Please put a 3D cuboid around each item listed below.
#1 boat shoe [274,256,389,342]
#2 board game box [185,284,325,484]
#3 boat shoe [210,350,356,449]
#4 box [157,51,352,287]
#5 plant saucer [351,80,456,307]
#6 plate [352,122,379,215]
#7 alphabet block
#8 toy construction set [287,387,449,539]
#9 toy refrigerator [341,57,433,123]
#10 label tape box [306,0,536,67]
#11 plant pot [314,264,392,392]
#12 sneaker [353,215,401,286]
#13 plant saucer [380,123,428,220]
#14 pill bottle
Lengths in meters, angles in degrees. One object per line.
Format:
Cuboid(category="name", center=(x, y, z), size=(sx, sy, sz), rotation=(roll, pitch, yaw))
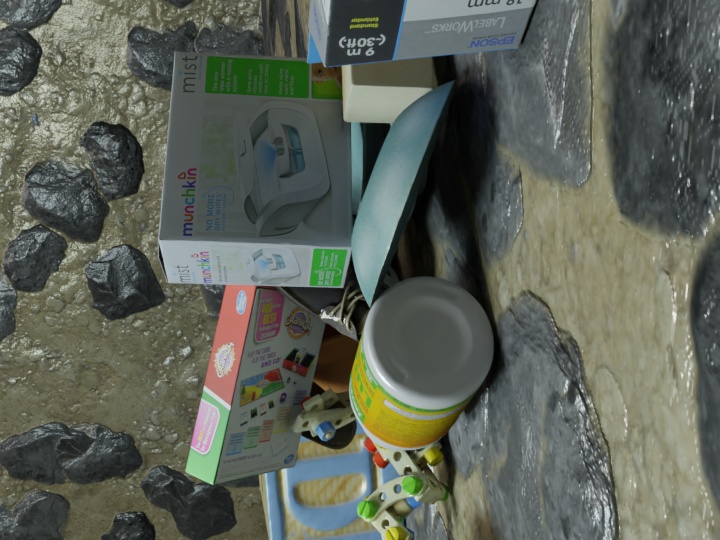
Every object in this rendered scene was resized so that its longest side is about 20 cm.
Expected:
Cuboid(category="boat shoe", center=(-0.001, 0.031, 0.898), size=(0.076, 0.197, 0.073), rotation=(-63, 21, 2))
Cuboid(category="board game box", center=(-0.104, 0.115, 0.950), size=(0.152, 0.040, 0.205), rotation=(9, -86, -61))
Cuboid(category="boat shoe", center=(-0.097, 0.147, 1.060), size=(0.073, 0.199, 0.068), rotation=(-53, 14, -3))
Cuboid(category="box", center=(-0.096, -0.095, 0.848), size=(0.097, 0.172, 0.204), rotation=(106, 166, -65))
Cuboid(category="plant saucer", center=(0.029, -0.070, 0.757), size=(0.201, 0.038, 0.205), rotation=(21, -91, -87))
Cuboid(category="plate", center=(-0.005, -0.161, 0.934), size=(0.200, 0.025, 0.205), rotation=(174, 90, -80))
Cuboid(category="alphabet block", center=(-0.051, 0.260, 1.260), size=(0.200, 0.190, 0.201), rotation=(-126, 33, -73))
Cuboid(category="toy construction set", center=(0.017, 0.198, 0.952), size=(0.200, 0.132, 0.092), rotation=(47, -166, 23))
Cuboid(category="toy refrigerator", center=(0.020, -0.240, 0.822), size=(0.070, 0.074, 0.205), rotation=(110, 158, -69))
Cuboid(category="label tape box", center=(0.041, -0.185, 0.584), size=(0.201, 0.141, 0.065), rotation=(102, 158, -62))
Cuboid(category="plant pot", center=(-0.042, 0.060, 1.142), size=(0.142, 0.196, 0.202), rotation=(71, -177, -46))
Cuboid(category="sneaker", center=(0.000, 0.000, 1.006), size=(0.200, 0.079, 0.130), rotation=(48, -166, -26))
Cuboid(category="plant saucer", center=(0.035, -0.130, 0.931), size=(0.200, 0.049, 0.205), rotation=(174, 90, -81))
Cuboid(category="pill bottle", center=(0.047, 0.097, 0.808), size=(0.201, 0.108, 0.113), rotation=(104, 158, -63))
